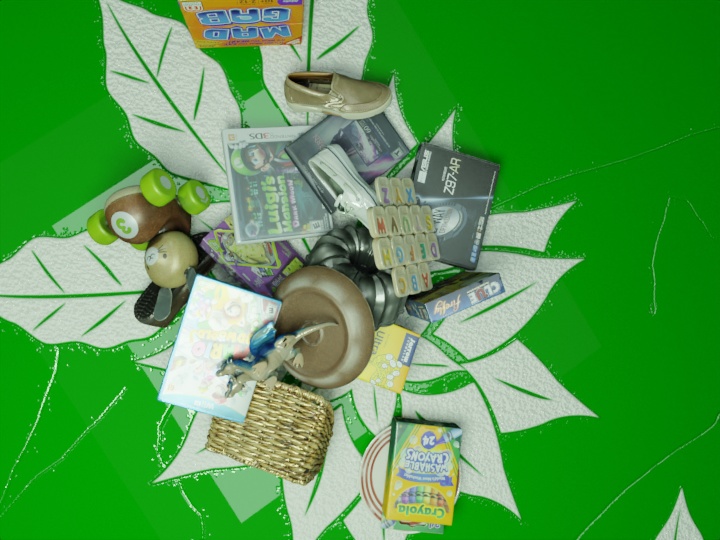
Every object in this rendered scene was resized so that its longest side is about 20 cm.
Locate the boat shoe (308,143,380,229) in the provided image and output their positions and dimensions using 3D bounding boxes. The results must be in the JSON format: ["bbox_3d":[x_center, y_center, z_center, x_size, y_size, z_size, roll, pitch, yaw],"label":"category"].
[{"bbox_3d":[-0.018,-0.123,1.075,0.066,0.074,0.201,-31,74,-24],"label":"boat shoe"}]

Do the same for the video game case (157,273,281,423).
[{"bbox_3d":[-0.219,0.124,0.978,0.140,0.018,0.205,18,92,-16],"label":"video game case"}]

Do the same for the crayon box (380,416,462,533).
[{"bbox_3d":[0.109,0.377,1.127,0.122,0.052,0.206,7,89,-7],"label":"crayon box"}]

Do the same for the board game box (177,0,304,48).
[{"bbox_3d":[-0.200,-0.514,1.049,0.194,0.200,0.206,-4,90,-7],"label":"board game box"}]

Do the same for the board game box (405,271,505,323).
[{"bbox_3d":[0.155,0.043,1.085,0.133,0.200,0.035,-22,93,-6],"label":"board game box"}]

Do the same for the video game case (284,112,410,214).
[{"bbox_3d":[-0.021,-0.218,1.139,0.199,0.019,0.144,-39,94,-19],"label":"video game case"}]

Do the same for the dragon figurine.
[{"bbox_3d":[-0.134,0.121,0.953,0.199,0.099,0.059,-43,119,-15],"label":"dragon figurine"}]

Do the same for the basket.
[{"bbox_3d":[-0.142,0.251,1.069,0.195,0.143,0.153,15,90,12],"label":"basket"}]

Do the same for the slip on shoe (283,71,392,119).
[{"bbox_3d":[-0.041,-0.322,1.115,0.194,0.061,0.078,6,61,6],"label":"slip on shoe"}]

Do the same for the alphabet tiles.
[{"bbox_3d":[0.077,-0.060,1.054,0.014,0.198,0.201,-11,89,35],"label":"alphabet tiles"}]

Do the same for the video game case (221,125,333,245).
[{"bbox_3d":[-0.146,-0.155,1.110,0.177,0.023,0.206,-7,84,-20],"label":"video game case"}]

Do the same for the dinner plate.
[{"bbox_3d":[0.092,0.382,1.161,0.194,0.024,0.206,0,90,-7],"label":"dinner plate"}]

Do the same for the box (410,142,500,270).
[{"bbox_3d":[0.161,-0.118,1.166,0.156,0.044,0.205,15,88,-7],"label":"box"}]

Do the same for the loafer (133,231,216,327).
[{"bbox_3d":[-0.315,0.018,1.103,0.072,0.071,0.201,33,74,29],"label":"loafer"}]

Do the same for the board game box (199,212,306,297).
[{"bbox_3d":[-0.173,-0.015,1.104,0.200,0.032,0.120,45,48,-4],"label":"board game box"}]

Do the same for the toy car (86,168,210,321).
[{"bbox_3d":[-0.324,-0.029,1.013,0.162,0.157,0.204,-27,73,23],"label":"toy car"}]

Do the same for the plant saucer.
[{"bbox_3d":[-0.073,0.097,1.003,0.195,0.037,0.206,5,101,23],"label":"plant saucer"}]

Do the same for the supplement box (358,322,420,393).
[{"bbox_3d":[-0.008,0.127,1.109,0.196,0.109,0.111,20,88,-6],"label":"supplement box"}]

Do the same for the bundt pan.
[{"bbox_3d":[0.000,0.000,1.070,0.197,0.077,0.205,13,44,-13],"label":"bundt pan"}]
